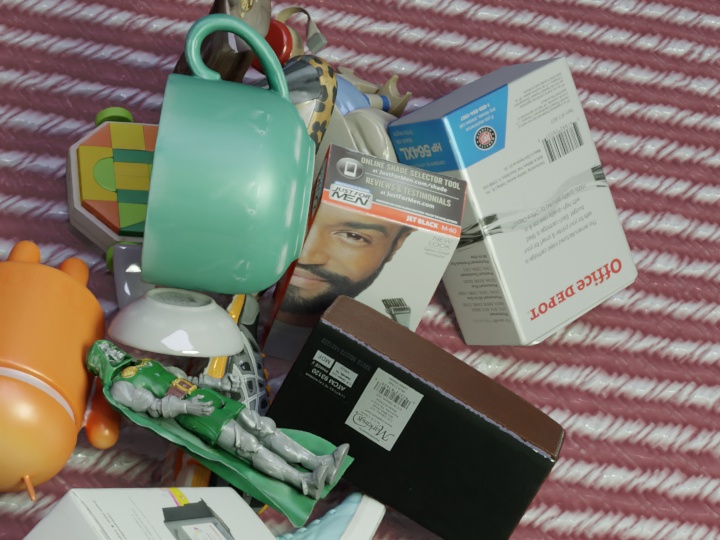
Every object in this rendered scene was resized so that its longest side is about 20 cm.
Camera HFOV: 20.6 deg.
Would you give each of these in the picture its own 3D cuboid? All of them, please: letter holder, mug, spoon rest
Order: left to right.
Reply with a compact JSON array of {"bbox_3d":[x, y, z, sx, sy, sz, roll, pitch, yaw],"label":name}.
[{"bbox_3d":[-0.148,0.035,1.480,0.099,0.061,0.200,4,15,-19],"label":"spoon rest"},{"bbox_3d":[-0.092,-0.072,1.432,0.114,0.186,0.152,9,37,-5],"label":"mug"},{"bbox_3d":[0.047,0.108,1.489,0.199,0.101,0.142,31,18,3],"label":"letter holder"}]

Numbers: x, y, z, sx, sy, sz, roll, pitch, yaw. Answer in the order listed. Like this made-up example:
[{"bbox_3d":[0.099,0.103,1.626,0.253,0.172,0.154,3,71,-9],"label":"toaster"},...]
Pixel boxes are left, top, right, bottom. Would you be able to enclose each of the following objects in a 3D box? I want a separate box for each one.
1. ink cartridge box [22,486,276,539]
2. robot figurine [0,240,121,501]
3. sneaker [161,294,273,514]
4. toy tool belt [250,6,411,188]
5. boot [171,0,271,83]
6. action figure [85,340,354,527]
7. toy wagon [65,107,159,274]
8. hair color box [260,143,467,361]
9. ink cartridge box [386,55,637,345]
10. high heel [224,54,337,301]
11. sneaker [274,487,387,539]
[{"bbox_3d":[-0.155,0.216,1.281,0.086,0.148,0.200,49,15,21],"label":"ink cartridge box"},{"bbox_3d":[-0.253,0.075,1.436,0.144,0.116,0.201,50,35,-38],"label":"robot figurine"},{"bbox_3d":[-0.098,0.103,1.502,0.077,0.078,0.201,24,50,-19],"label":"sneaker"},{"bbox_3d":[-0.015,-0.122,1.692,0.123,0.125,0.201,11,43,-58],"label":"toy tool belt"},{"bbox_3d":[-0.108,-0.184,1.582,0.064,0.200,0.187,14,50,-9],"label":"boot"},{"bbox_3d":[-0.108,0.103,1.394,0.199,0.055,0.118,25,20,11],"label":"action figure"},{"bbox_3d":[-0.142,-0.066,1.635,0.199,0.040,0.156,3,53,-17],"label":"toy wagon"},{"bbox_3d":[0.000,0.000,1.526,0.110,0.200,0.064,15,49,-7],"label":"hair color box"},{"bbox_3d":[0.127,-0.055,1.627,0.146,0.084,0.201,-28,105,-34],"label":"ink cartridge box"},{"bbox_3d":[-0.060,-0.070,1.594,0.071,0.201,0.142,16,23,21],"label":"high heel"},{"bbox_3d":[-0.052,0.212,1.424,0.082,0.074,0.200,35,49,7],"label":"sneaker"}]
